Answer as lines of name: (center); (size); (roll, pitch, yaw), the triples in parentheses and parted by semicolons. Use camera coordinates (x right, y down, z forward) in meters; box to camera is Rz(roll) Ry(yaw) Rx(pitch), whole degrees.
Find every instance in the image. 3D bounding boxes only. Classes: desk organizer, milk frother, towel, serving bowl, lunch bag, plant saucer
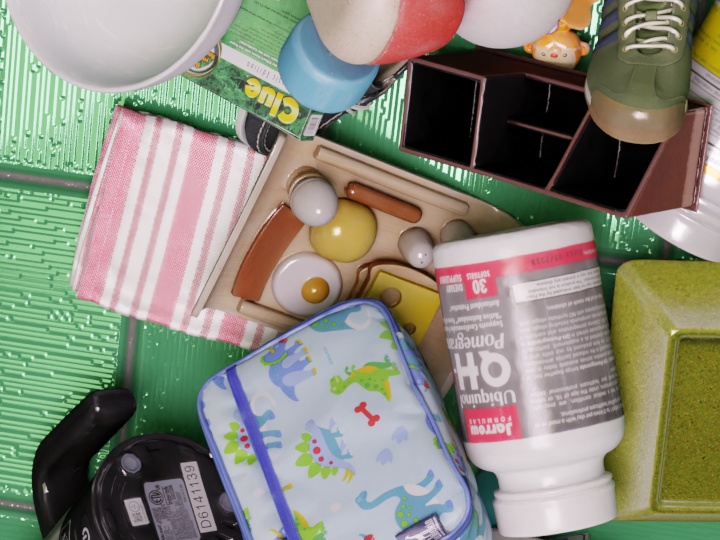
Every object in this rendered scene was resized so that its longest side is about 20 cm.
desk organizer: (0.125, -0.092, 1.533); (0.200, 0.077, 0.072); (19, 110, 39)
milk frother: (-0.131, 0.188, 1.668); (0.199, 0.181, 0.188); (12, 146, -24)
towel: (-0.098, -0.024, 1.659); (0.199, 0.030, 0.147); (17, 106, 0)
serving bowl: (-0.146, -0.218, 1.554); (0.199, 0.066, 0.201); (2, 94, 33)
lunch bag: (-0.014, 0.132, 1.544); (0.160, 0.082, 0.201); (-26, 59, 7)
plant saucer: (0.267, 0.095, 1.594); (0.199, 0.048, 0.201); (1, 113, -5)

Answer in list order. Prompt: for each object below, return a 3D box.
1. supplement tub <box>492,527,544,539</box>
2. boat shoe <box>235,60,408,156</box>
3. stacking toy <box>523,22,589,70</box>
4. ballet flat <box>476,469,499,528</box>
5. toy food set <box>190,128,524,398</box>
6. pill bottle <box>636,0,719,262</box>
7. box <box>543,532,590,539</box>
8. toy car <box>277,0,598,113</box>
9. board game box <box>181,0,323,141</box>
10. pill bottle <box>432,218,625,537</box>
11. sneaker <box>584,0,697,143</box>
supplement tub: (0.088, 0.292, 1.590); (0.144, 0.144, 0.201); (17, 106, 3)
boat shoe: (-0.004, -0.145, 1.583); (0.200, 0.076, 0.060); (-48, 55, 17)
stacking toy: (0.130, -0.222, 1.550); (0.116, 0.110, 0.201); (3, 116, 7)
ballet flat: (0.135, 0.132, 1.651); (0.070, 0.071, 0.201); (27, 107, 0)
toy food set: (0.000, 0.000, 1.608); (0.199, 0.060, 0.144); (21, 107, -20)
pill bottle: (0.259, -0.110, 1.546); (0.109, 0.109, 0.200); (28, 106, 0)
box: (0.078, 0.265, 1.690); (0.199, 0.060, 0.117); (-11, 103, 10)
toy car: (0.062, -0.205, 1.458); (0.199, 0.177, 0.184); (3, 147, -25)
board game box: (-0.096, -0.177, 1.581); (0.200, 0.023, 0.105); (30, 104, 24)
pill bottle: (0.116, 0.071, 1.554); (0.110, 0.111, 0.201); (-10, 91, 10)
sneaker: (0.181, -0.167, 1.486); (0.067, 0.200, 0.090); (6, 123, 8)
